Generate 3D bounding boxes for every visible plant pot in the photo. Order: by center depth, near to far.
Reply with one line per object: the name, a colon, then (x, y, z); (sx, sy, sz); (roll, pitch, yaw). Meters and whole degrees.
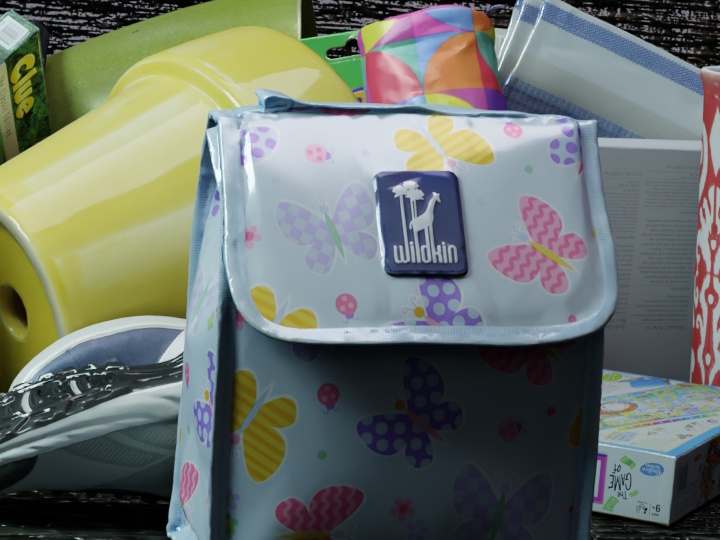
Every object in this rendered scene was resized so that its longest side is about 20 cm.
plant pot: (-0.105, -0.004, 1.430); (0.188, 0.202, 0.200); (-21, 22, -35)
plant pot: (-0.126, -0.080, 1.770); (0.199, 0.188, 0.187); (-4, 8, 3)

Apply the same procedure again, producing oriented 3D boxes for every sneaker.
sneaker: (-0.095, 0.078, 1.250); (0.199, 0.080, 0.074); (-13, 15, -5)
sneaker: (-0.064, 0.068, 1.325); (0.199, 0.075, 0.085); (-4, 23, -18)

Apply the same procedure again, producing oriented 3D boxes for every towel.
towel: (0.123, -0.051, 1.676); (0.146, 0.201, 0.024); (23, -3, -8)

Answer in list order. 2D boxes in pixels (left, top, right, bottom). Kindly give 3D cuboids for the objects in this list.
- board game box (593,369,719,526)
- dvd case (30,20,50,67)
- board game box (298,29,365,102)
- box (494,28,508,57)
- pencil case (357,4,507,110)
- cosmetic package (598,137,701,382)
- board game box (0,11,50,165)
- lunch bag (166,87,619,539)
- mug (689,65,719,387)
board game box: (0.126, 0.085, 1.440); (0.134, 0.034, 0.200); (9, 9, 23)
dvd case: (-0.244, -0.069, 1.667); (0.018, 0.143, 0.200); (46, 14, -19)
board game box: (0.009, -0.043, 1.642); (0.095, 0.201, 0.030); (-9, -12, 1)
box: (0.094, -0.046, 1.738); (0.068, 0.201, 0.082); (3, 9, -16)
pencil case: (0.053, -0.052, 1.588); (0.088, 0.201, 0.088); (-7, -14, -2)
cosmetic package: (0.180, 0.000, 1.646); (0.199, 0.152, 0.052); (1, 8, -29)
board game box: (-0.200, -0.038, 1.467); (0.023, 0.200, 0.105); (37, 64, 20)
lunch bag: (0.011, 0.031, 1.166); (0.168, 0.201, 0.127); (4, 8, -14)
mug: (0.265, -0.004, 1.555); (0.176, 0.201, 0.133); (5, 8, -1)
